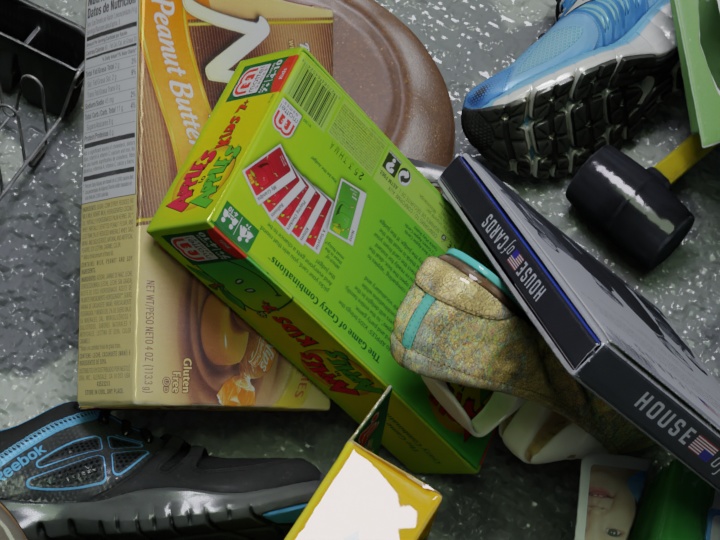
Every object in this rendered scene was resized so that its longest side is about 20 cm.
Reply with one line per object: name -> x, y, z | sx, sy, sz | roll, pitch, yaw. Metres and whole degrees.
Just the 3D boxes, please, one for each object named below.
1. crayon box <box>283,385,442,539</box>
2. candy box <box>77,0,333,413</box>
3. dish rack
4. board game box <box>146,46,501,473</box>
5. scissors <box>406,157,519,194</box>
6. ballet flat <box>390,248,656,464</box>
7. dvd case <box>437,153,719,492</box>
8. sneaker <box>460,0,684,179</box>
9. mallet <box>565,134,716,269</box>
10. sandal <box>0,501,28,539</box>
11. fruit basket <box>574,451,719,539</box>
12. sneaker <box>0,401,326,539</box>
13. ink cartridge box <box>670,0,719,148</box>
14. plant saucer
crayon box -> -0.024, 0.161, 0.797 | 0.051, 0.127, 0.200 | 29, 65, 10
candy box -> -0.072, -0.033, 0.866 | 0.115, 0.055, 0.201 | 6, 81, -41
dish rack -> -0.245, -0.071, 0.928 | 0.153, 0.055, 0.200 | 25, 54, 8
board game box -> 0.000, 0.000, 0.859 | 0.200, 0.047, 0.102 | 44, 58, -31
scissors -> -0.021, -0.055, 0.936 | 0.199, 0.014, 0.073 | 26, 63, 6
ballet flat -> 0.079, 0.055, 0.855 | 0.070, 0.200, 0.071 | -18, 57, 30
dvd case -> 0.118, 0.031, 0.815 | 0.150, 0.200, 0.025 | 37, 102, -26
sneaker -> 0.128, -0.122, 1.000 | 0.200, 0.079, 0.090 | -31, 55, -26
mallet -> 0.203, -0.071, 0.992 | 0.200, 0.041, 0.066 | -32, 70, -24
sandal -> -0.169, 0.171, 0.770 | 0.081, 0.055, 0.201 | -19, 72, -3
fruit basket -> 0.182, 0.190, 0.822 | 0.184, 0.094, 0.201 | 9, 66, -1
sneaker -> -0.113, 0.096, 0.853 | 0.199, 0.073, 0.082 | -2, 63, -7
ink cartridge box -> 0.216, -0.131, 0.947 | 0.199, 0.059, 0.104 | -17, 101, -36
plant saucer -> -0.046, -0.088, 0.976 | 0.199, 0.037, 0.201 | 2, 63, -3
